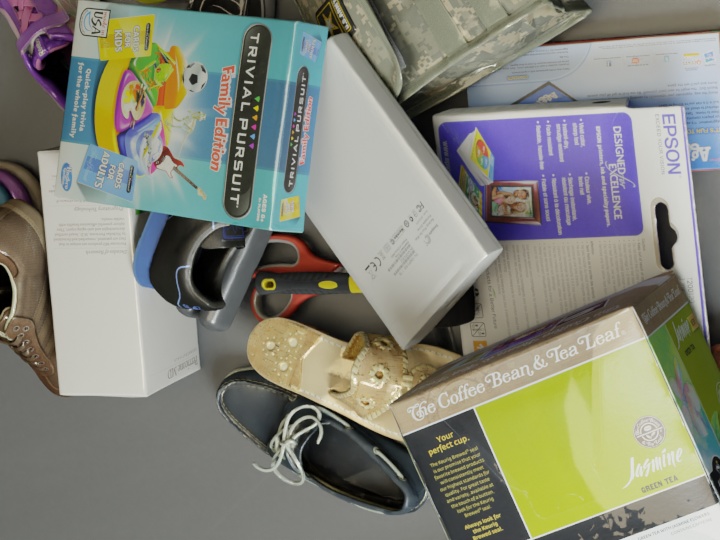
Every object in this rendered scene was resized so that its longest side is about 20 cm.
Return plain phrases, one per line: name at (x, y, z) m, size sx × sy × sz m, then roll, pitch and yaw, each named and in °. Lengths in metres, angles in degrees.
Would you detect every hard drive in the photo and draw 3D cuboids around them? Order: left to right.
hard drive at (0.011, -0.057, 1.594) m, size 0.200 × 0.026 × 0.132 m, roll 55°, pitch 138°, yaw 14°

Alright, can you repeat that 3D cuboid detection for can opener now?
can opener at (-0.099, -0.051, 1.712) m, size 0.053 × 0.067 × 0.201 m, roll 28°, pitch 98°, yaw 31°

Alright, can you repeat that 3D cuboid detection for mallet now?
mallet at (0.000, 0.000, 1.667) m, size 0.199 × 0.041 × 0.066 m, roll 8°, pitch 106°, yaw 33°

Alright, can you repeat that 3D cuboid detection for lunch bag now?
lunch bag at (0.039, -0.213, 1.605) m, size 0.200 × 0.117 × 0.165 m, roll -31°, pitch 79°, yaw 25°

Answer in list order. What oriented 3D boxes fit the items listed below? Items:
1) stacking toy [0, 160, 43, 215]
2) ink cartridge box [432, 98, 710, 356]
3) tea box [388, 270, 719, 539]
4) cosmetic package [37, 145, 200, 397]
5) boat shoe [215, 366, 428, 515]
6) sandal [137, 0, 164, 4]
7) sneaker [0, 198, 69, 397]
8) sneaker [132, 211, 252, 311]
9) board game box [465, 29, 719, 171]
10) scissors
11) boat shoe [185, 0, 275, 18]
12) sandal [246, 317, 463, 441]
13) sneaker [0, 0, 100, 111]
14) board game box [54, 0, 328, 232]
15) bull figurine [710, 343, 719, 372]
stacking toy at (-0.335, -0.037, 1.741) m, size 0.085 × 0.200 × 0.086 m, roll 4°, pitch 100°, yaw 23°
ink cartridge box at (0.162, -0.028, 1.616) m, size 0.199 × 0.043 × 0.199 m, roll 0°, pitch 108°, yaw 25°
tea box at (0.161, 0.133, 1.543) m, size 0.199 × 0.134 × 0.197 m, roll -23°, pitch 93°, yaw 24°
cosmetic package at (-0.194, -0.006, 1.744) m, size 0.084 × 0.108 × 0.201 m, roll -2°, pitch 101°, yaw 21°
boat shoe at (-0.035, 0.139, 1.731) m, size 0.200 × 0.062 × 0.075 m, roll 30°, pitch 112°, yaw 15°
sandal at (-0.140, -0.292, 1.688) m, size 0.079 × 0.087 × 0.200 m, roll 29°, pitch 131°, yaw -9°
sneaker at (-0.279, 0.036, 1.763) m, size 0.070 × 0.076 × 0.201 m, roll 21°, pitch 138°, yaw 36°
sneaker at (-0.112, -0.067, 1.656) m, size 0.078 × 0.070 × 0.201 m, roll 23°, pitch 106°, yaw 32°
board game box at (0.178, -0.122, 1.622) m, size 0.199 × 0.019 × 0.103 m, roll -2°, pitch 98°, yaw 22°
scissors at (-0.015, 0.000, 1.703) m, size 0.199 × 0.014 × 0.074 m, roll -8°, pitch 88°, yaw 34°
boat shoe at (-0.120, -0.168, 1.705) m, size 0.070 × 0.066 × 0.201 m, roll 19°, pitch 107°, yaw 17°
sandal at (-0.003, 0.081, 1.662) m, size 0.211 × 0.070 × 0.078 m, roll 15°, pitch 88°, yaw 24°
sneaker at (-0.249, -0.196, 1.740) m, size 0.080 × 0.088 × 0.200 m, roll -40°, pitch 83°, yaw 24°
board game box at (-0.128, -0.116, 1.599) m, size 0.199 × 0.047 × 0.152 m, roll 9°, pitch 94°, yaw 31°
bull figurine at (0.228, 0.139, 1.627) m, size 0.200 × 0.065 × 0.122 m, roll -37°, pitch 89°, yaw 25°
